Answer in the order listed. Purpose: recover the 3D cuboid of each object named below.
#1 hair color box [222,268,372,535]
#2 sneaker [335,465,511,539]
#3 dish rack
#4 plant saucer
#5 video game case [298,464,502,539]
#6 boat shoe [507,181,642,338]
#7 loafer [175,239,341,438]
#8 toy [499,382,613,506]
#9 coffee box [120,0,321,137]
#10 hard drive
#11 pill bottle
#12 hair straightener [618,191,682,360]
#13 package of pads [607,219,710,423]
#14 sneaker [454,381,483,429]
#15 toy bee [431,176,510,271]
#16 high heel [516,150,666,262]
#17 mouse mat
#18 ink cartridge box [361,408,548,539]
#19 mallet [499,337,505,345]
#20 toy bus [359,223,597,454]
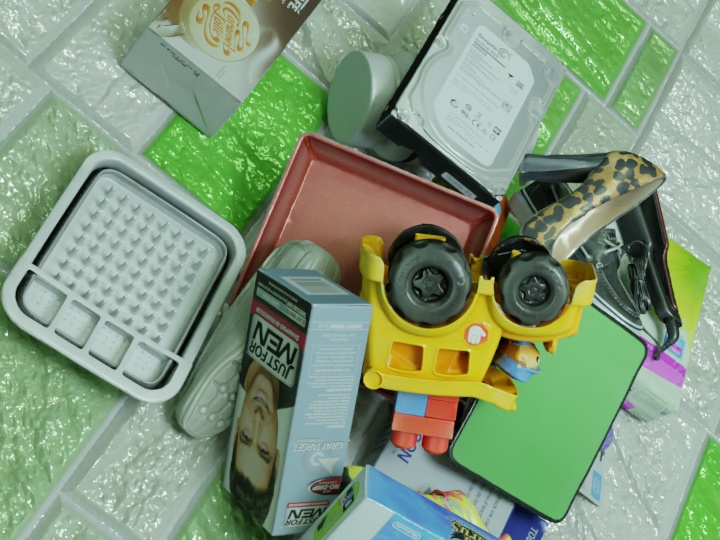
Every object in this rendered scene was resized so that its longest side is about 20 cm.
[{"bbox_3d":[-0.055,0.108,1.113,0.061,0.099,0.200,1,106,-32],"label":"hair color box"},{"bbox_3d":[0.055,0.220,1.159,0.200,0.078,0.090,40,53,-20],"label":"sneaker"},{"bbox_3d":[-0.207,0.008,1.167,0.172,0.044,0.200,33,55,-13],"label":"dish rack"},{"bbox_3d":[0.000,0.000,1.233,0.200,0.037,0.200,23,85,-1],"label":"plant saucer"},{"bbox_3d":[0.035,0.275,1.103,0.200,0.181,0.045,31,28,-15],"label":"video game case"},{"bbox_3d":[0.226,-0.019,1.336,0.200,0.071,0.072,55,20,22],"label":"boat shoe"},{"bbox_3d":[-0.097,0.058,1.177,0.200,0.070,0.070,-51,132,-11],"label":"loafer"},{"bbox_3d":[0.210,0.140,1.307,0.200,0.047,0.115,38,53,-38],"label":"toy"},{"bbox_3d":[-0.127,-0.243,1.309,0.114,0.080,0.200,40,54,-9],"label":"coffee box"},{"bbox_3d":[0.114,-0.172,1.307,0.140,0.038,0.200,38,55,-12],"label":"hard drive"},{"bbox_3d":[0.075,-0.163,1.373,0.200,0.113,0.113,7,65,-29],"label":"pill bottle"},{"bbox_3d":[0.288,-0.004,1.394,0.077,0.041,0.200,5,70,-30],"label":"hair straightener"},{"bbox_3d":[0.285,0.040,1.433,0.154,0.068,0.200,34,54,-15],"label":"package of pads"},{"bbox_3d":[0.104,0.097,1.293,0.200,0.078,0.086,52,49,0],"label":"sneaker"},{"bbox_3d":[0.093,-0.033,1.328,0.200,0.109,0.131,-33,110,-76],"label":"toy bee"},{"bbox_3d":[0.221,-0.025,1.276,0.142,0.071,0.200,1,69,9],"label":"high heel"},{"bbox_3d":[0.179,0.121,1.247,0.161,0.008,0.200,34,79,-29],"label":"mouse mat"},{"bbox_3d":[0.075,0.249,1.225,0.200,0.041,0.200,38,54,-10],"label":"ink cartridge box"},{"bbox_3d":[0.153,0.130,1.334,0.041,0.066,0.200,10,76,-58],"label":"mallet"},{"bbox_3d":[0.092,0.064,1.154,0.200,0.136,0.192,5,98,0],"label":"toy bus"}]
